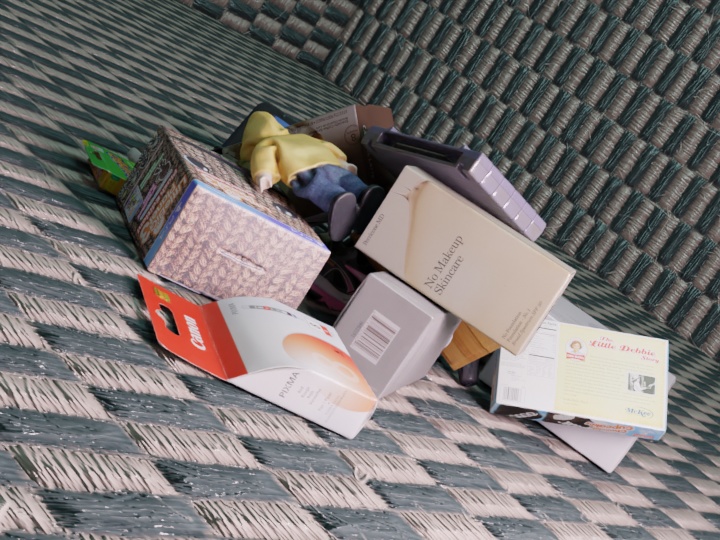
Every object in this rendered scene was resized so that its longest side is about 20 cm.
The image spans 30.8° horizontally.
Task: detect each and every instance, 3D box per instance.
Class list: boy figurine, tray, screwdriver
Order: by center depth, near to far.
[{"bbox_3d":[-0.068,-0.107,1.393,0.124,0.065,0.200,-18,41,-40],"label":"boy figurine"},{"bbox_3d":[0.084,0.013,1.487,0.200,0.099,0.037,52,46,-5],"label":"tray"},{"bbox_3d":[0.129,0.049,1.591,0.028,0.029,0.200,5,57,-7],"label":"screwdriver"}]

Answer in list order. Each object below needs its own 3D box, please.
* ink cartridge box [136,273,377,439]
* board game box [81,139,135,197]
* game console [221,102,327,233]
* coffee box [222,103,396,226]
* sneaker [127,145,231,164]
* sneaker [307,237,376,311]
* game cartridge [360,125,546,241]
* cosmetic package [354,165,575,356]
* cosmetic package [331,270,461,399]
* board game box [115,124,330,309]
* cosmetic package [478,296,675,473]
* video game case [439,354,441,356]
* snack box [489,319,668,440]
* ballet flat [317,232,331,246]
[{"bbox_3d":[-0.093,0.058,1.160,0.200,0.050,0.162,31,10,-25],"label":"ink cartridge box"},{"bbox_3d":[-0.224,-0.083,1.473,0.200,0.030,0.096,30,10,-28],"label":"board game box"},{"bbox_3d":[-0.111,-0.141,1.806,0.200,0.118,0.171,34,11,10],"label":"game console"},{"bbox_3d":[-0.056,-0.113,1.533,0.200,0.115,0.080,-13,-7,33],"label":"coffee box"},{"bbox_3d":[-0.194,-0.125,1.593,0.200,0.082,0.077,21,15,-47],"label":"sneaker"},{"bbox_3d":[0.000,0.000,1.578,0.080,0.086,0.200,36,11,13],"label":"sneaker"},{"bbox_3d":[0.099,-0.095,1.401,0.130,0.038,0.200,38,-9,-36],"label":"game cartridge"},{"bbox_3d":[0.107,-0.011,1.333,0.200,0.104,0.073,33,9,10],"label":"cosmetic package"},{"bbox_3d":[0.040,0.061,1.374,0.090,0.107,0.200,35,9,10],"label":"cosmetic package"},{"bbox_3d":[-0.146,-0.047,1.347,0.159,0.097,0.200,27,12,-28],"label":"board game box"},{"bbox_3d":[0.279,0.137,1.664,0.199,0.123,0.200,36,11,13],"label":"cosmetic package"},{"bbox_3d":[0.055,-0.018,1.624,0.181,0.045,0.200,-127,-163,-62],"label":"video game case"},{"bbox_3d":[0.255,0.123,1.520,0.200,0.116,0.037,10,-27,-2],"label":"snack box"},{"bbox_3d":[-0.059,-0.025,1.593,0.046,0.067,0.200,43,19,12],"label":"ballet flat"}]
